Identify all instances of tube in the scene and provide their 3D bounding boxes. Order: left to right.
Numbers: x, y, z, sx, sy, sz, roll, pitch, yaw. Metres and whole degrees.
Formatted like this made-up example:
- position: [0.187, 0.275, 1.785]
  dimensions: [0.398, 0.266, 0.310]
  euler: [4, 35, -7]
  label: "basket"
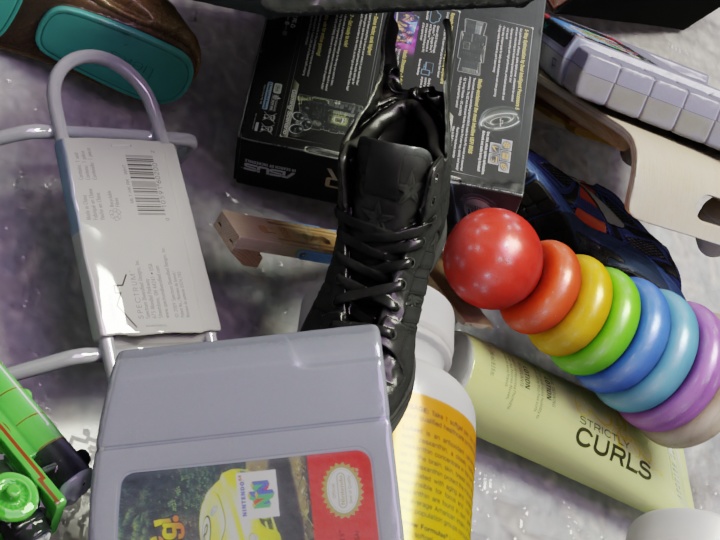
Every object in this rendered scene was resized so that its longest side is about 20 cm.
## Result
- position: [0.125, 0.092, 0.900]
  dimensions: [0.199, 0.052, 0.058]
  euler: [26, 84, -28]
  label: "tube"

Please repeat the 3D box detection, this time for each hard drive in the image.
- position: [-0.015, -0.150, 0.766]
  dimensions: [0.138, 0.200, 0.033]
  euler: [-6, 105, -21]
  label: "hard drive"

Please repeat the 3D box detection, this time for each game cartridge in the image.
- position: [-0.046, 0.128, 0.642]
  dimensions: [0.132, 0.041, 0.202]
  euler: [-7, 81, -1]
  label: "game cartridge"
- position: [0.171, -0.118, 0.945]
  dimensions: [0.129, 0.039, 0.200]
  euler: [23, 13, -10]
  label: "game cartridge"

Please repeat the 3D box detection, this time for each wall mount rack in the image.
- position: [-0.146, -0.004, 0.736]
  dimensions: [0.173, 0.074, 0.201]
  euler: [-1, 68, -39]
  label: "wall mount rack"

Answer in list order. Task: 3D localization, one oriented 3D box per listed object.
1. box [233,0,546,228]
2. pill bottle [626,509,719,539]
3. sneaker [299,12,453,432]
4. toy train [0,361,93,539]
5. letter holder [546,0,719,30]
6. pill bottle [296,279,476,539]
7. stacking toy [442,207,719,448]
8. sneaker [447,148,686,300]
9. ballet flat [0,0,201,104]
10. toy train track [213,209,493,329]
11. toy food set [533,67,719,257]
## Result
- position: [0.023, -0.127, 0.887]
  dimensions: [0.159, 0.044, 0.201]
  euler: [11, 58, -2]
  label: "box"
- position: [0.164, 0.233, 0.807]
  dimensions: [0.111, 0.111, 0.201]
  euler: [33, 53, -19]
  label: "pill bottle"
- position: [0.009, -0.021, 0.718]
  dimensions: [0.060, 0.105, 0.201]
  euler: [10, 49, 11]
  label: "sneaker"
- position: [-0.188, 0.038, 0.665]
  dimensions: [0.200, 0.042, 0.056]
  euler: [46, 49, 15]
  label: "toy train"
- position: [0.189, -0.256, 1.048]
  dimensions: [0.199, 0.100, 0.143]
  euler: [-6, 69, -53]
  label: "letter holder"
- position: [0.001, 0.108, 0.758]
  dimensions: [0.110, 0.111, 0.201]
  euler: [21, 57, -26]
  label: "pill bottle"
- position: [0.128, 0.024, 0.855]
  dimensions: [0.199, 0.085, 0.086]
  euler: [32, 53, -30]
  label: "stacking toy"
- position: [0.121, -0.028, 0.949]
  dimensions: [0.200, 0.075, 0.079]
  euler: [40, 35, -17]
  label: "sneaker"
- position: [-0.172, -0.149, 0.795]
  dimensions: [0.199, 0.068, 0.073]
  euler: [18, 37, -29]
  label: "ballet flat"
- position: [0.000, 0.000, 0.848]
  dimensions: [0.199, 0.033, 0.115]
  euler: [10, 32, -42]
  label: "toy train track"
- position: [0.166, -0.065, 0.937]
  dimensions: [0.143, 0.061, 0.200]
  euler: [13, 17, -30]
  label: "toy food set"
